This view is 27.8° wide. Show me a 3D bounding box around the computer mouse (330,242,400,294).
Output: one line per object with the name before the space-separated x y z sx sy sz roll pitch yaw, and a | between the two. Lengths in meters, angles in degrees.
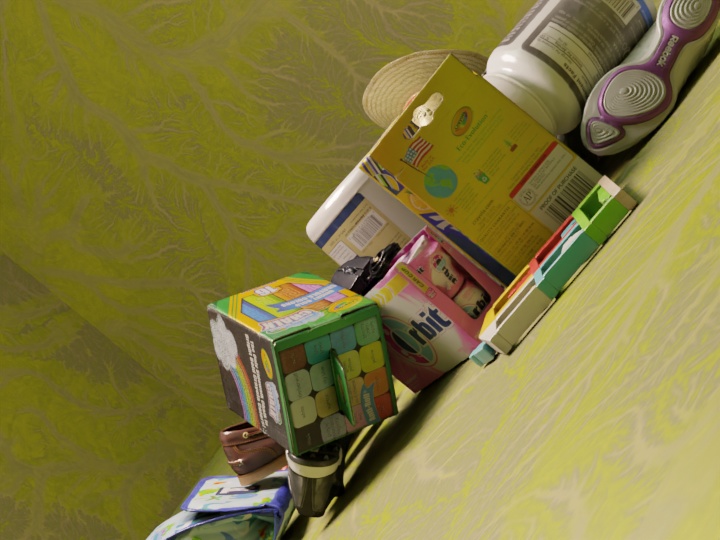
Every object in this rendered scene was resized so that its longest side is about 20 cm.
computer mouse | 0.000 0.000 1.466 0.059 0.034 0.200 -50 2 -19

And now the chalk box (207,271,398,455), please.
chalk box | -0.048 0.093 1.440 0.124 0.125 0.200 -19 22 -26

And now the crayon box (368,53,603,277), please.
crayon box | 0.122 -0.097 1.376 0.127 0.200 0.051 -50 8 8

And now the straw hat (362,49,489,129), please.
straw hat | 0.095 -0.176 1.759 0.201 0.200 0.085 133 140 -55

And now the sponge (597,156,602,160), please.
sponge | 0.234 -0.115 1.624 0.200 0.030 0.112 -51 3 -5

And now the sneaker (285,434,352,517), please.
sneaker | -0.043 0.190 1.502 0.200 0.066 0.091 -73 -11 -71

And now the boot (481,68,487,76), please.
boot | 0.200 -0.196 1.649 0.204 0.073 0.154 -51 -32 -18

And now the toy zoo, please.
toy zoo | 0.163 0.004 1.278 0.200 0.020 0.131 -50 3 9

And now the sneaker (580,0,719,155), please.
sneaker | 0.291 -0.187 1.433 0.200 0.075 0.100 -51 -16 -6

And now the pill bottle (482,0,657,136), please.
pill bottle | 0.199 -0.210 1.464 0.200 0.114 0.114 -49 2 -16

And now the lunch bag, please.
lunch bag | -0.154 0.300 1.602 0.200 0.128 0.170 -36 2 7

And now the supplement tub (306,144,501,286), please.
supplement tub | 0.056 -0.030 1.589 0.144 0.200 0.144 -48 1 2

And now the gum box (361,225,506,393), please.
gum box | 0.062 0.042 1.453 0.066 0.113 0.200 -52 3 -26

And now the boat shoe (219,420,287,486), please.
boat shoe | -0.060 0.165 1.619 0.199 0.071 0.070 -26 3 -19

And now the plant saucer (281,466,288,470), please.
plant saucer | -0.063 0.190 1.793 0.200 0.037 0.201 -48 26 50

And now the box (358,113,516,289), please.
box | 0.096 -0.068 1.448 0.070 0.200 0.064 -51 3 8

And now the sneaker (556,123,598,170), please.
sneaker | 0.195 -0.146 1.561 0.106 0.075 0.200 -29 32 33
